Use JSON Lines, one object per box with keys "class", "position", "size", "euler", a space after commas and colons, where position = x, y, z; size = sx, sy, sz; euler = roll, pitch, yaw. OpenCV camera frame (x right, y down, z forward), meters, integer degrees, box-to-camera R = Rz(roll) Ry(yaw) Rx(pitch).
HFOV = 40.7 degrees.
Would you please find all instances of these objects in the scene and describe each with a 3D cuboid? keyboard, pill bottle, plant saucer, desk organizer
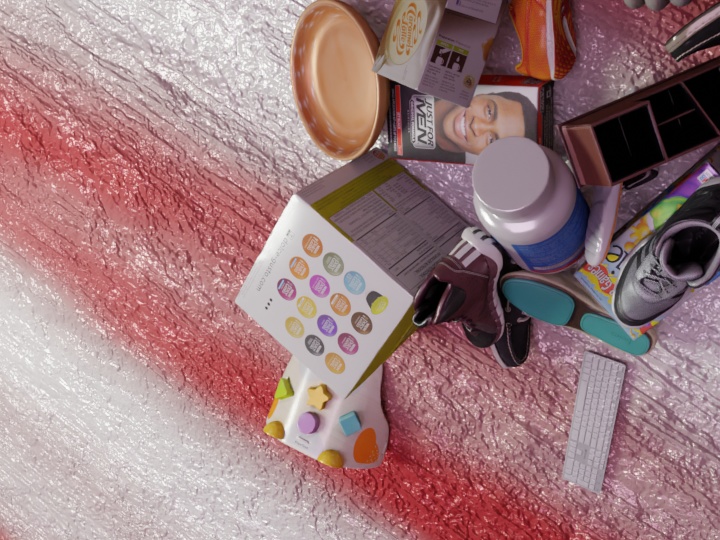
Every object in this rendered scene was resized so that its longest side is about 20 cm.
{"class": "keyboard", "position": [0.304, 0.201, 1.270], "size": [0.056, 0.011, 0.202], "euler": [16, 118, 25]}
{"class": "pill bottle", "position": [0.189, -0.073, 1.071], "size": [0.111, 0.200, 0.113], "euler": [-6, 74, 20]}
{"class": "plant saucer", "position": [-0.023, -0.241, 1.226], "size": [0.200, 0.037, 0.202], "euler": [30, 128, 48]}
{"class": "desk organizer", "position": [0.314, -0.154, 0.996], "size": [0.199, 0.077, 0.072], "euler": [-24, 101, -7]}

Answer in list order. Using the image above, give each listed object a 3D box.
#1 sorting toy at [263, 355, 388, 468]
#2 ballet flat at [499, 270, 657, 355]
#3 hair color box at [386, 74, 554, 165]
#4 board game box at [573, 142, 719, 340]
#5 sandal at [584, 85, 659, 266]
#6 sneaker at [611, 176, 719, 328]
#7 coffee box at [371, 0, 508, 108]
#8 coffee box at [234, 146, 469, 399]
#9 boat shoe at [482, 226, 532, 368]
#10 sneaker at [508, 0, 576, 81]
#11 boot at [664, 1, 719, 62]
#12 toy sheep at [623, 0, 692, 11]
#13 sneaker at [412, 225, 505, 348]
{"class": "sorting toy", "position": [-0.048, 0.178, 1.441], "size": [0.199, 0.107, 0.181], "euler": [22, 101, 22]}
{"class": "ballet flat", "position": [0.266, 0.040, 1.178], "size": [0.199, 0.070, 0.070], "euler": [26, 123, 5]}
{"class": "hair color box", "position": [0.131, -0.184, 1.178], "size": [0.199, 0.061, 0.102], "euler": [7, 113, 28]}
{"class": "board game box", "position": [0.353, -0.033, 1.079], "size": [0.103, 0.105, 0.200], "euler": [47, 126, 5]}
{"class": "sandal", "position": [0.294, -0.099, 1.073], "size": [0.059, 0.079, 0.208], "euler": [14, 79, -3]}
{"class": "sneaker", "position": [0.311, -0.004, 0.981], "size": [0.075, 0.114, 0.201], "euler": [41, 126, 11]}
{"class": "coffee box", "position": [0.099, -0.296, 1.073], "size": [0.114, 0.079, 0.201], "euler": [40, 114, 55]}
{"class": "coffee box", "position": [0.000, 0.000, 1.251], "size": [0.198, 0.200, 0.200], "euler": [41, 128, 10]}
{"class": "boat shoe", "position": [0.198, 0.029, 1.226], "size": [0.060, 0.074, 0.202], "euler": [3, 104, 36]}
{"class": "sneaker", "position": [0.196, -0.312, 1.078], "size": [0.077, 0.073, 0.202], "euler": [15, 115, 38]}
{"class": "boot", "position": [0.418, -0.212, 0.950], "size": [0.199, 0.073, 0.152], "euler": [-25, 93, 10]}
{"class": "toy sheep", "position": [0.298, -0.324, 0.969], "size": [0.199, 0.138, 0.139], "euler": [19, 120, 23]}
{"class": "sneaker", "position": [0.107, 0.045, 1.139], "size": [0.076, 0.115, 0.201], "euler": [37, 154, 34]}
